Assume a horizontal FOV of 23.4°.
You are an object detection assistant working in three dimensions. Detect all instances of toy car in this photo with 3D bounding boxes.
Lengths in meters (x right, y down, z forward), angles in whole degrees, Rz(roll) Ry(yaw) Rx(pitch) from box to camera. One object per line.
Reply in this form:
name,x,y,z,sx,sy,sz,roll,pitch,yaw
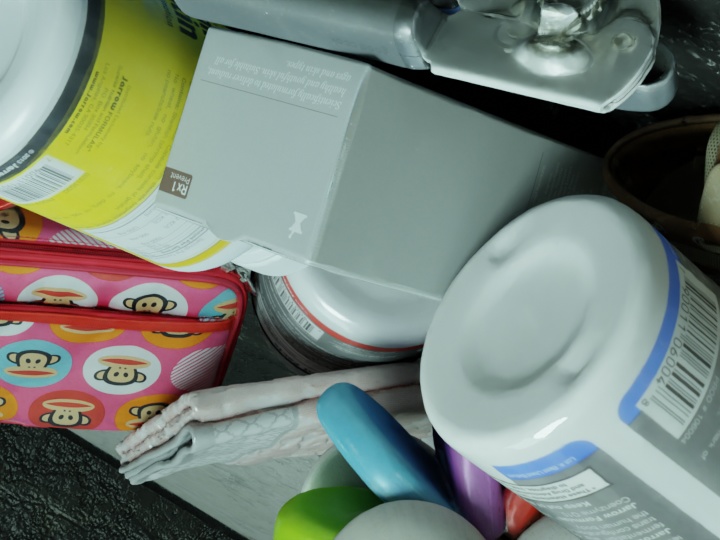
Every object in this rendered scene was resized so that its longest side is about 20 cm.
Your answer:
toy car,0.059,0.101,0.825,0.199,0.151,0.175,2,-168,-5

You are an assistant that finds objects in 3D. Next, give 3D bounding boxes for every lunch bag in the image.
lunch bag,-0.162,0.009,0.944,0.199,0.082,0.177,5,140,-17

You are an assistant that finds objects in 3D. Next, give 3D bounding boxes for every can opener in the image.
can opener,0.023,-0.094,0.663,0.199,0.054,0.067,16,160,26

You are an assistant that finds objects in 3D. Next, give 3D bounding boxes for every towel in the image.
towel,-0.027,0.086,0.972,0.190,0.032,0.200,-6,169,-20

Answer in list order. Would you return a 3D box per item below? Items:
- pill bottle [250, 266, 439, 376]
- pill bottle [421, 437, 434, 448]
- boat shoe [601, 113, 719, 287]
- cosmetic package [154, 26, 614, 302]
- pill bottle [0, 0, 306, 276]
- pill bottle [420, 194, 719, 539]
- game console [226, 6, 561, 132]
pill bottle,0.000,0.000,0.949,0.115,0.116,0.200,30,165,-3
pill bottle,0.143,0.132,1.107,0.200,0.116,0.115,39,162,-29
boat shoe,0.161,-0.028,0.662,0.072,0.076,0.200,38,160,-23
cosmetic package,0.023,-0.033,0.746,0.106,0.091,0.199,19,180,43
pill bottle,-0.095,-0.065,0.775,0.112,0.113,0.200,14,172,43
pill bottle,0.128,0.067,0.702,0.200,0.114,0.113,38,162,-33
game console,-0.009,-0.131,0.718,0.176,0.031,0.200,23,164,22
